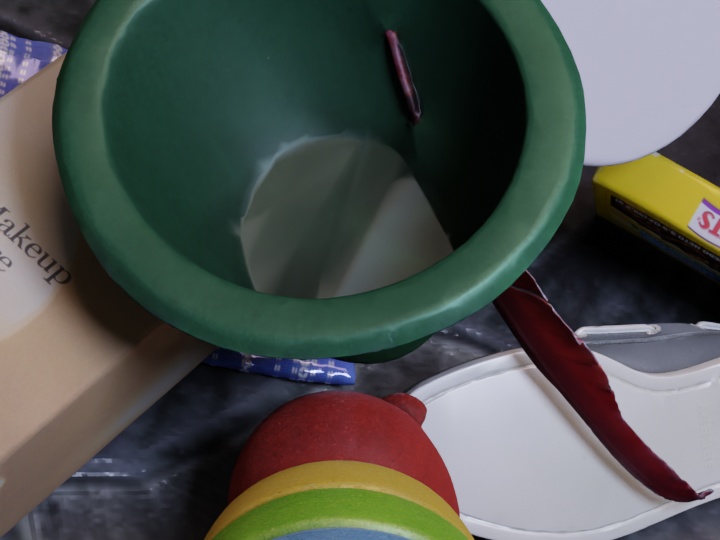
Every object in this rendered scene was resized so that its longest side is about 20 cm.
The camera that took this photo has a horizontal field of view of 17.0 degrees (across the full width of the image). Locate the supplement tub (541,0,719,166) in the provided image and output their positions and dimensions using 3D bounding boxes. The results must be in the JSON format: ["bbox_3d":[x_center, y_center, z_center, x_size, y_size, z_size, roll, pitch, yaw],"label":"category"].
[{"bbox_3d":[0.041,-0.121,0.912,0.140,0.141,0.200,-8,19,-29],"label":"supplement tub"}]

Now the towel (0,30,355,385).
[{"bbox_3d":[-0.095,-0.032,0.906,0.199,0.024,0.145,12,45,-11],"label":"towel"}]

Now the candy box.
[{"bbox_3d":[0.181,0.012,0.932,0.199,0.027,0.102,31,0,9],"label":"candy box"}]

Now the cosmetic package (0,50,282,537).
[{"bbox_3d":[-0.123,0.018,0.795,0.105,0.071,0.200,39,50,9],"label":"cosmetic package"}]

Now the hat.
[{"bbox_3d":[0.000,0.000,0.815,0.165,0.176,0.201,-27,61,-9],"label":"hat"}]

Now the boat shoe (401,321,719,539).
[{"bbox_3d":[0.093,0.055,0.886,0.199,0.073,0.062,-7,9,-20],"label":"boat shoe"}]

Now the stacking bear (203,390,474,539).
[{"bbox_3d":[-0.004,0.109,0.736,0.114,0.121,0.200,46,17,-21],"label":"stacking bear"}]
